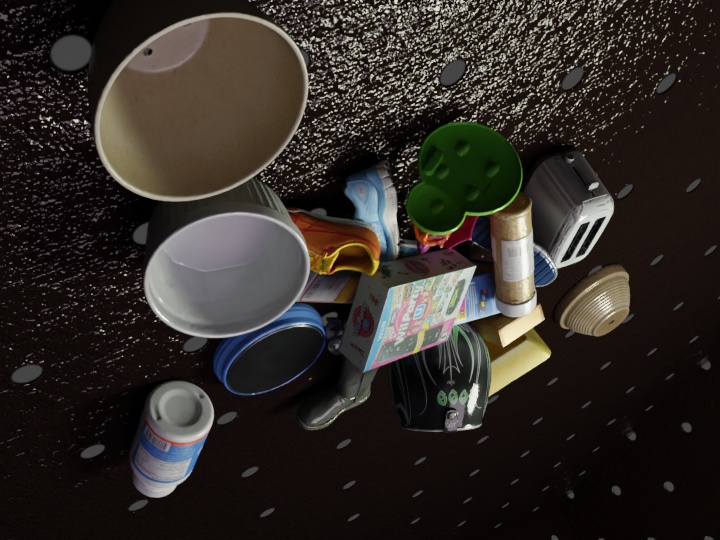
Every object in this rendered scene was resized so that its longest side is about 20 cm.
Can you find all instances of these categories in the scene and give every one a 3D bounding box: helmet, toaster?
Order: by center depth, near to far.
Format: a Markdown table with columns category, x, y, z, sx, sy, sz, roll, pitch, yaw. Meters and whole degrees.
| category | x | y | z | sx | sy | sz | roll | pitch | yaw |
| --- | --- | --- | --- | --- | --- | --- | --- | --- | --- |
| toaster | 0.340 | -0.097 | 1.327 | 0.112 | 0.130 | 0.202 | -15 | 145 | -26 |
| helmet | 0.136 | 0.171 | 1.344 | 0.196 | 0.195 | 0.200 | -2 | 177 | 0 |

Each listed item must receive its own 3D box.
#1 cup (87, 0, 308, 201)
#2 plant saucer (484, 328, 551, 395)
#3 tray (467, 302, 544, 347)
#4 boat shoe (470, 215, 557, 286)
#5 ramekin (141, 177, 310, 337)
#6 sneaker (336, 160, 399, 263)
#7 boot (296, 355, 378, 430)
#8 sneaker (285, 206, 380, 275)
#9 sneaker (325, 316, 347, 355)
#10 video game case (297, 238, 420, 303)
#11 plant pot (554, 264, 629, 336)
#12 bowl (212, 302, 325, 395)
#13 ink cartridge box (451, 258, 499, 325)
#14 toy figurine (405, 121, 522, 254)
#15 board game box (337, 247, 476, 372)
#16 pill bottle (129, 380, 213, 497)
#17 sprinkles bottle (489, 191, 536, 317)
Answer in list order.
| category | x | y | z | sx | sy | sz | roll | pitch | yaw |
| --- | --- | --- | --- | --- | --- | --- | --- | --- | --- |
| cup | -0.165 | -0.187 | 0.718 | 0.197 | 0.144 | 0.202 | -23 | 147 | -16 |
| plant saucer | 0.228 | 0.132 | 1.487 | 0.198 | 0.201 | 0.049 | -32 | 138 | -1 |
| tray | 0.228 | 0.075 | 1.408 | 0.098 | 0.199 | 0.038 | -29 | 113 | -20 |
| boat shoe | 0.251 | -0.051 | 1.289 | 0.199 | 0.073 | 0.072 | 37 | 122 | -23 |
| ramekin | -0.167 | -0.025 | 0.946 | 0.196 | 0.106 | 0.202 | -11 | 135 | -11 |
| sneaker | 0.007 | -0.073 | 1.124 | 0.088 | 0.079 | 0.202 | -10 | 138 | -3 |
| boot | -0.031 | 0.204 | 1.454 | 0.180 | 0.073 | 0.201 | -29 | 159 | -29 |
| sneaker | -0.067 | -0.035 | 1.047 | 0.196 | 0.078 | 0.074 | 4 | 136 | -7 |
| sneaker | -0.002 | 0.089 | 1.292 | 0.111 | 0.077 | 0.202 | -1 | 143 | -5 |
| video game case | 0.000 | 0.000 | 1.256 | 0.198 | 0.018 | 0.144 | 5 | 132 | -46 |
| plant pot | 0.563 | 0.087 | 1.830 | 0.198 | 0.093 | 0.202 | -23 | 147 | -16 |
| bowl | -0.146 | 0.135 | 1.289 | 0.198 | 0.040 | 0.202 | -24 | 148 | -16 |
| ink cartridge box | 0.187 | 0.031 | 1.350 | 0.197 | 0.136 | 0.078 | -9 | 102 | -33 |
| toy figurine | 0.126 | -0.084 | 1.134 | 0.201 | 0.149 | 0.185 | -50 | 168 | -25 |
| board game box | 0.071 | 0.055 | 1.171 | 0.198 | 0.064 | 0.150 | -13 | 130 | -42 |
| pill bottle | -0.315 | 0.281 | 1.267 | 0.111 | 0.113 | 0.201 | -7 | 142 | -36 |
| sprinkles bottle | 0.240 | -0.023 | 1.221 | 0.067 | 0.068 | 0.203 | -23 | 127 | -15 |
